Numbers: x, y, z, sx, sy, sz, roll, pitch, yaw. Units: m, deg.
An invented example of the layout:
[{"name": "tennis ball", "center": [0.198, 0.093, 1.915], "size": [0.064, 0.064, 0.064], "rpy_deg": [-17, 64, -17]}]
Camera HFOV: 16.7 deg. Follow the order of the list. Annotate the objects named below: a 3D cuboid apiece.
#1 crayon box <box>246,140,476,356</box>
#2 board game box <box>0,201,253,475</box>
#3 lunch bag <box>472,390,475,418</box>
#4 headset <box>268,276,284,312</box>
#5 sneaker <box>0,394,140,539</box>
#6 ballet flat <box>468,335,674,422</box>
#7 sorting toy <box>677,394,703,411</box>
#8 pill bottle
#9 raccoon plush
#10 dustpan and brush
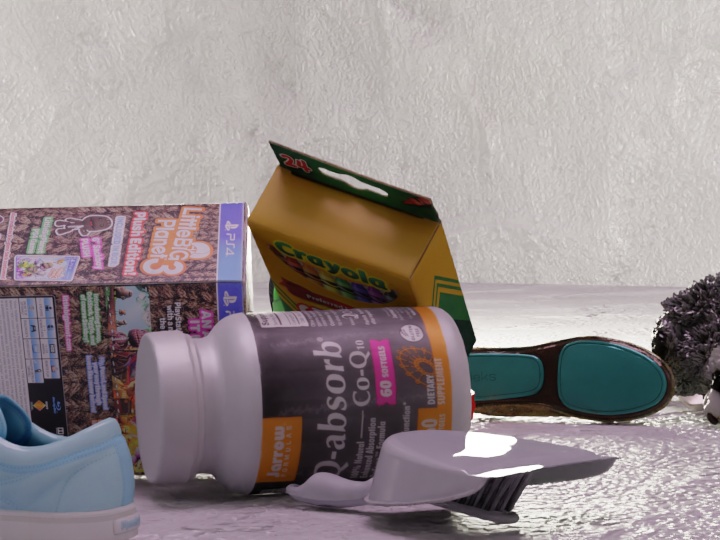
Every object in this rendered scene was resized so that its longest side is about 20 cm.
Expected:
[{"name": "crayon box", "center": [0.000, 0.000, 1.649], "size": [0.126, 0.051, 0.200], "rpy_deg": [20, -24, 22]}, {"name": "board game box", "center": [-0.171, 0.047, 1.646], "size": [0.198, 0.160, 0.097], "rpy_deg": [-1, 35, -1]}, {"name": "lunch bag", "center": [-0.001, 0.092, 1.820], "size": [0.175, 0.083, 0.200], "rpy_deg": [4, 6, 21]}, {"name": "headset", "center": [-0.022, 0.066, 2.138], "size": [0.094, 0.124, 0.199], "rpy_deg": [-30, 36, -28]}, {"name": "sneaker", "center": [-0.218, 0.110, 1.383], "size": [0.198, 0.083, 0.074], "rpy_deg": [-1, 2, 13]}, {"name": "ballet flat", "center": [0.161, 0.089, 1.969], "size": [0.198, 0.071, 0.071], "rpy_deg": [0, 3, 21]}, {"name": "sorting toy", "center": [0.335, 0.077, 2.063], "size": [0.179, 0.108, 0.200], "rpy_deg": [-21, 6, -11]}, {"name": "pill bottle", "center": [-0.038, 0.083, 1.552], "size": [0.198, 0.117, 0.116], "rpy_deg": [-2, 3, -15]}, {"name": "raccoon plush", "center": [0.313, 0.034, 1.924], "size": [0.096, 0.201, 0.134], "rpy_deg": [30, -13, -31]}, {"name": "dustpan and brush", "center": [0.035, 0.124, 1.437], "size": [0.199, 0.058, 0.139], "rpy_deg": [9, 7, 38]}]
